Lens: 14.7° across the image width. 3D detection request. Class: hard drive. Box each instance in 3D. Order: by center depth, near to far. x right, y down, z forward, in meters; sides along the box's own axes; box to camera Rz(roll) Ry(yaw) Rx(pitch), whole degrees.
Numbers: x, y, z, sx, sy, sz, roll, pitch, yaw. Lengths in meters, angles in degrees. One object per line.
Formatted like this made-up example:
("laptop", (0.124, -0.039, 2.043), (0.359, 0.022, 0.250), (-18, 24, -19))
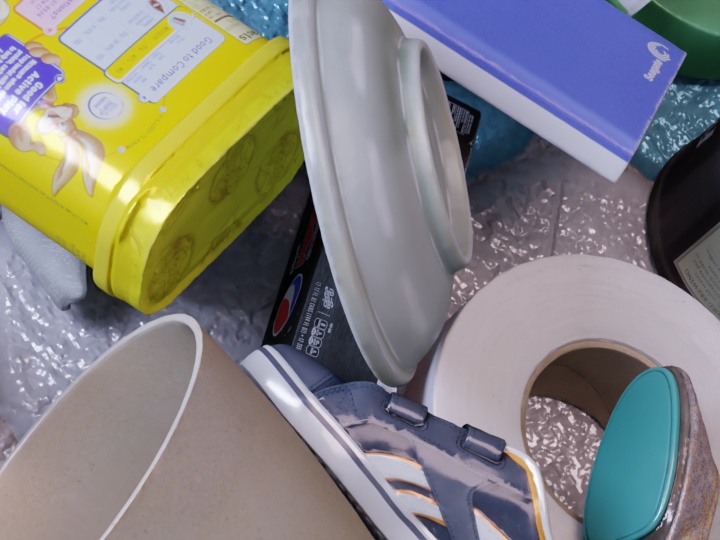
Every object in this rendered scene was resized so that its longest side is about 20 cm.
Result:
("hard drive", (0.065, -0.132, 1.420), (0.199, 0.025, 0.132), (33, 32, 1))

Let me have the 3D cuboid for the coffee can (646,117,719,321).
("coffee can", (0.263, -0.050, 1.472), (0.145, 0.200, 0.147), (11, 61, -21))

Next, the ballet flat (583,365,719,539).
("ballet flat", (0.140, 0.145, 1.323), (0.067, 0.068, 0.201), (32, 60, -31))

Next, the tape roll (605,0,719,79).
("tape roll", (0.186, -0.209, 1.597), (0.199, 0.048, 0.202), (14, 58, -24))

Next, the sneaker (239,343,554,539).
("sneaker", (0.032, 0.098, 1.290), (0.079, 0.078, 0.200), (-42, 91, -9))

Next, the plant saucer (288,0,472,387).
("plant saucer", (0.016, -0.049, 1.273), (0.050, 0.200, 0.201), (-12, 67, 9))

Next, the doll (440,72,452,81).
("doll", (0.012, -0.137, 1.454), (0.199, 0.049, 0.136), (31, 15, 0))

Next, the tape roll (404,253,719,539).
("tape roll", (0.113, 0.097, 1.406), (0.201, 0.071, 0.204), (11, 61, -21))

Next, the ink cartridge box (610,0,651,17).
("ink cartridge box", (0.173, -0.255, 1.529), (0.145, 0.084, 0.200), (48, 52, 1))

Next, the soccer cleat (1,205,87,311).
("soccer cleat", (-0.082, -0.037, 1.383), (0.199, 0.070, 0.087), (-20, 79, -25))

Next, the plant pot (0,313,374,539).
("plant pot", (-0.061, 0.155, 1.244), (0.200, 0.187, 0.188), (41, 54, -19))

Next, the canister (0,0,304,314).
("canister", (-0.135, -0.090, 1.307), (0.199, 0.087, 0.149), (34, 55, 15))

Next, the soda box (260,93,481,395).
("soda box", (0.000, 0.000, 1.397), (0.063, 0.071, 0.201), (25, 57, -12))
